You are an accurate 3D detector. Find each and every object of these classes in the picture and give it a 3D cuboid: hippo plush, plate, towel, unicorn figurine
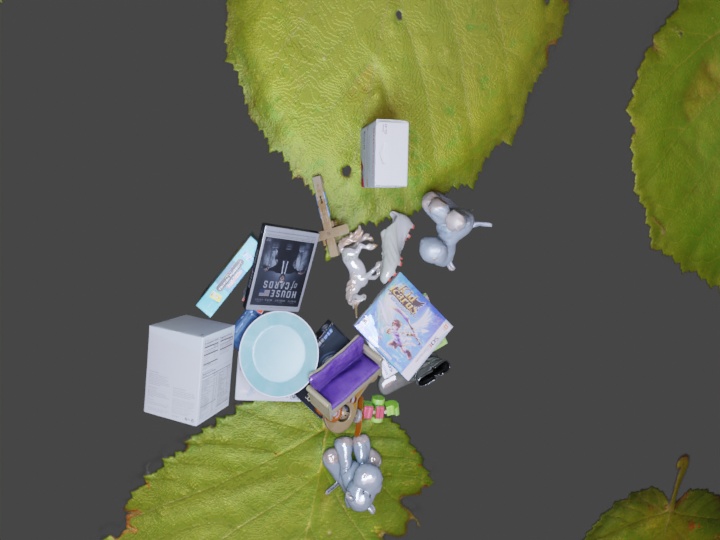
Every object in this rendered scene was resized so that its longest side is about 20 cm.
[{"bbox_3d":[-0.024,0.549,1.434,0.157,0.161,0.203,35,90,-15],"label":"hippo plush"},{"bbox_3d":[-0.197,0.203,1.317,0.192,0.026,0.209,0,83,-2],"label":"plate"},{"bbox_3d":[0.212,-0.102,1.429,0.197,0.159,0.164,1,124,-53],"label":"hippo plush"},{"bbox_3d":[-0.232,0.191,1.354,0.199,0.049,0.112,41,83,2],"label":"towel"},{"bbox_3d":[0.000,0.000,1.420,0.134,0.074,0.205,-27,87,-6],"label":"unicorn figurine"}]

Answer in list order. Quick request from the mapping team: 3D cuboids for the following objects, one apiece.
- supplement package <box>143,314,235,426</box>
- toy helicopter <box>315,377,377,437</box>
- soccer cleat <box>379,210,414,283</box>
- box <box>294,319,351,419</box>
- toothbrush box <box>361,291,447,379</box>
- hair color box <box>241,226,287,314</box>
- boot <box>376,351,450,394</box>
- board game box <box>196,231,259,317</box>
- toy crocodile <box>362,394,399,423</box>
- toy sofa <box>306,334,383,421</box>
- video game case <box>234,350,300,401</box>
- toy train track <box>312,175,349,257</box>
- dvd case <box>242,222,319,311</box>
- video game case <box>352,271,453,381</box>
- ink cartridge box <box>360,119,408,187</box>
[{"bbox_3d":[-0.404,0.231,1.293,0.146,0.150,0.208,9,97,16],"label":"supplement package"},{"bbox_3d":[-0.016,0.334,1.409,0.201,0.078,0.133,-48,111,-19],"label":"toy helicopter"},{"bbox_3d":[0.077,-0.060,1.397,0.076,0.069,0.205,28,62,-11],"label":"soccer cleat"},{"bbox_3d":[-0.094,0.260,1.428,0.201,0.043,0.161,-47,110,-8],"label":"box"},{"bbox_3d":[0.111,0.169,1.444,0.195,0.086,0.149,-28,94,-8],"label":"toothbrush box"},{"bbox_3d":[-0.214,-0.004,1.345,0.063,0.111,0.203,35,91,-14],"label":"hair color box"},{"bbox_3d":[0.139,0.278,1.452,0.196,0.131,0.069,-32,103,-6],"label":"boot"},{"bbox_3d":[-0.309,0.003,1.304,0.047,0.151,0.202,39,89,-14],"label":"board game box"},{"bbox_3d":[0.011,0.378,1.475,0.192,0.062,0.070,6,97,-12],"label":"toy crocodile"},{"bbox_3d":[-0.036,0.261,1.337,0.198,0.082,0.100,-35,140,-32],"label":"toy sofa"},{"bbox_3d":[-0.234,0.241,1.421,0.175,0.024,0.208,4,98,-13],"label":"video game case"},{"bbox_3d":[-0.085,-0.139,1.391,0.111,0.032,0.208,-12,95,23],"label":"toy train track"},{"bbox_3d":[-0.185,-0.002,1.270,0.146,0.025,0.207,5,108,-38],"label":"dvd case"},{"bbox_3d":[0.108,0.141,1.379,0.200,0.045,0.182,43,83,-4],"label":"video game case"},{"bbox_3d":[0.054,-0.277,1.316,0.082,0.200,0.154,-1,99,-11],"label":"ink cartridge box"}]
